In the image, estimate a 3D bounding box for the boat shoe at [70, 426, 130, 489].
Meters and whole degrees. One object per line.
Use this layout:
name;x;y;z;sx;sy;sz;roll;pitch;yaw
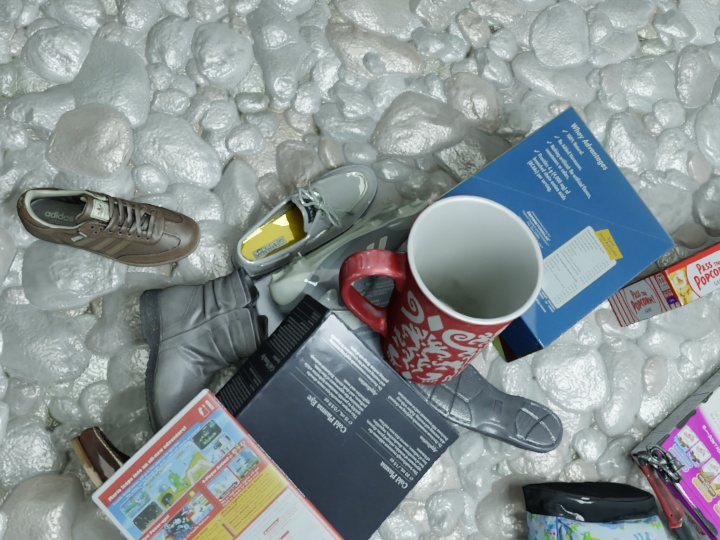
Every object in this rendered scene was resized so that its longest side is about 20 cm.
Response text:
boat shoe;-0.220;0.240;0.936;0.070;0.070;0.201;-37;94;-8

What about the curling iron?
curling iron;0.359;0.276;1.003;0.025;0.049;0.201;-36;114;-23

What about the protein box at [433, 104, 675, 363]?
protein box;0.205;-0.038;1.030;0.199;0.135;0.199;-35;85;-14

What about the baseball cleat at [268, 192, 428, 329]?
baseball cleat;0.000;0.000;0.987;0.199;0.070;0.107;-28;103;1

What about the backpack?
backpack;0.260;0.341;0.964;0.162;0.154;0.202;8;89;-22

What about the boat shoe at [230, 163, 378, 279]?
boat shoe;-0.060;-0.066;1.018;0.201;0.086;0.075;-31;84;-14

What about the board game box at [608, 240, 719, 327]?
board game box;0.410;-0.003;1.048;0.199;0.152;0.047;-23;82;-14

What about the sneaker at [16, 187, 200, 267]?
sneaker;-0.277;-0.049;0.985;0.198;0.076;0.071;6;77;-7

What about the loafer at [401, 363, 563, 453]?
loafer;0.129;0.155;1.015;0.199;0.063;0.072;27;64;-1

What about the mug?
mug;0.072;0.021;0.918;0.177;0.200;0.134;29;62;5

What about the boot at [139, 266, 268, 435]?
boot;-0.161;0.101;0.960;0.130;0.070;0.202;-10;81;4

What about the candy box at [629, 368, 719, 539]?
candy box;0.437;0.205;1.053;0.199;0.061;0.137;-37;85;-14

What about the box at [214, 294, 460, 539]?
box;-0.037;0.162;0.921;0.182;0.104;0.200;-47;108;-7

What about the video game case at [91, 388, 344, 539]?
video game case;-0.127;0.231;0.820;0.143;0.017;0.200;-43;87;-5

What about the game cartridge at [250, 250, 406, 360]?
game cartridge;-0.021;0.045;1.028;0.198;0.040;0.135;-10;83;-11
